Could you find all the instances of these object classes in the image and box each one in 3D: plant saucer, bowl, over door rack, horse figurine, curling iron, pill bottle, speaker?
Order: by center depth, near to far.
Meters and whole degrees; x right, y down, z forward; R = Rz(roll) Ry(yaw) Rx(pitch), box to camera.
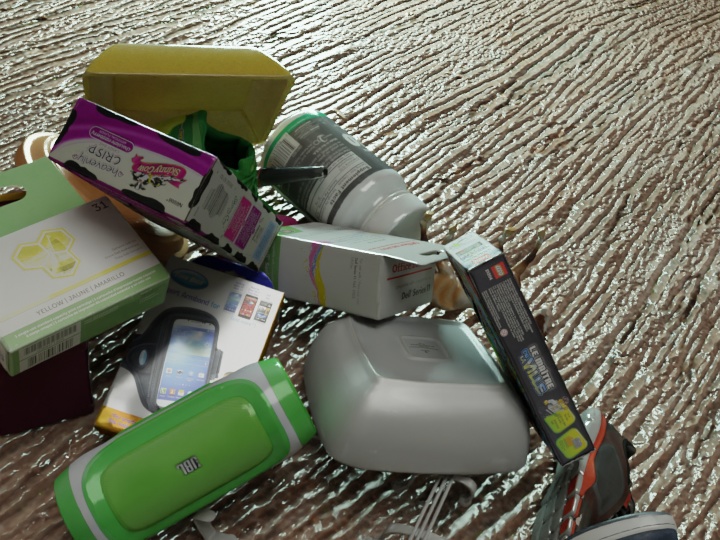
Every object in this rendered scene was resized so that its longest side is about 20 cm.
[{"bbox_3d":[-0.140,0.151,0.647,0.200,0.088,0.088,-29,57,-10],"label":"speaker"},{"bbox_3d":[-0.017,0.212,0.685,0.200,0.067,0.148,18,41,19],"label":"over door rack"},{"bbox_3d":[0.054,0.104,0.747,0.200,0.075,0.200,6,22,-15],"label":"bowl"},{"bbox_3d":[-0.264,-0.079,0.835,0.200,0.032,0.200,40,16,-13],"label":"plant saucer"},{"bbox_3d":[-0.186,-0.187,0.838,0.200,0.200,0.049,-3,80,-17],"label":"plant saucer"},{"bbox_3d":[0.125,0.006,0.898,0.200,0.133,0.050,7,24,2],"label":"horse figurine"},{"bbox_3d":[-0.119,-0.119,0.930,0.200,0.050,0.026,10,20,39],"label":"curling iron"},{"bbox_3d":[-0.018,-0.095,0.945,0.113,0.113,0.200,-29,60,-36],"label":"pill bottle"}]

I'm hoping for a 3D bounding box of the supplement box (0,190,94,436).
[{"bbox_3d":[-0.316,0.034,0.733,0.086,0.110,0.200,-13,51,-26],"label":"supplement box"}]

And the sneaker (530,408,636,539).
[{"bbox_3d":[0.222,0.218,0.739,0.082,0.077,0.200,32,48,2],"label":"sneaker"}]

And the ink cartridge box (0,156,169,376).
[{"bbox_3d":[-0.281,-0.024,0.675,0.145,0.048,0.200,-30,69,-35],"label":"ink cartridge box"}]

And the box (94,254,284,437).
[{"bbox_3d":[-0.152,0.075,0.744,0.119,0.041,0.200,18,67,0],"label":"box"}]

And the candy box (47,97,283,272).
[{"bbox_3d":[-0.164,-0.068,0.710,0.136,0.200,0.061,25,84,14],"label":"candy box"}]

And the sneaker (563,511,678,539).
[{"bbox_3d":[0.176,0.284,0.597,0.077,0.202,0.146,33,27,-45],"label":"sneaker"}]

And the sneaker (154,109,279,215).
[{"bbox_3d":[-0.142,-0.097,0.873,0.084,0.200,0.074,-24,48,17],"label":"sneaker"}]

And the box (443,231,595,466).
[{"bbox_3d":[0.142,0.067,0.718,0.035,0.200,0.110,-27,12,1],"label":"box"}]

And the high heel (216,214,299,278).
[{"bbox_3d":[-0.127,0.010,0.836,0.200,0.067,0.096,-29,50,-30],"label":"high heel"}]

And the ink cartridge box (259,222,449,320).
[{"bbox_3d":[0.000,0.000,0.812,0.200,0.067,0.117,12,13,31],"label":"ink cartridge box"}]
